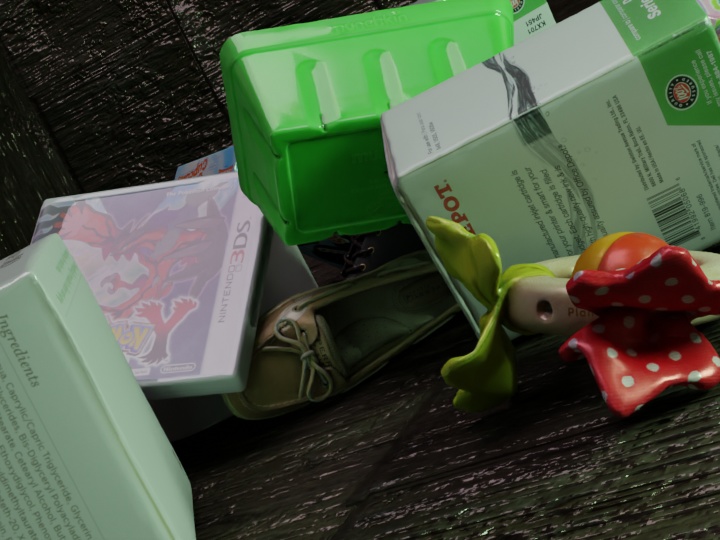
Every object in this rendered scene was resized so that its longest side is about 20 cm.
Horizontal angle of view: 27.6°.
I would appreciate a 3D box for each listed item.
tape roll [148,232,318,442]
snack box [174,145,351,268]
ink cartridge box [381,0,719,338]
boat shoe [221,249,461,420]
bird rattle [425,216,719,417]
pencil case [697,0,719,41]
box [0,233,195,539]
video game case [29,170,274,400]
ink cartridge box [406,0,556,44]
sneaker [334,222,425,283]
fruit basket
[{"bbox_3d":[-0.135,0.033,1.191,0.201,0.140,0.203,-26,11,5],"label":"tape roll"},{"bbox_3d":[-0.058,-0.055,1.328,0.116,0.199,0.037,-13,61,53],"label":"snack box"},{"bbox_3d":[0.130,-0.065,0.885,0.199,0.147,0.083,-25,34,9],"label":"ink cartridge box"},{"bbox_3d":[-0.005,0.042,1.017,0.199,0.074,0.063,-23,4,-17],"label":"boat shoe"},{"bbox_3d":[0.131,0.008,0.774,0.162,0.114,0.199,-15,3,-41],"label":"bird rattle"},{"bbox_3d":[0.176,-0.106,0.977,0.087,0.087,0.201,-43,-21,-55],"label":"pencil case"},{"bbox_3d":[-0.209,0.110,0.847,0.170,0.201,0.199,-26,10,-4],"label":"box"},{"bbox_3d":[-0.160,0.012,1.050,0.198,0.023,0.184,-7,52,20],"label":"video game case"},{"bbox_3d":[0.111,-0.148,1.268,0.146,0.201,0.083,-32,14,-18],"label":"ink cartridge box"},{"bbox_3d":[0.000,0.000,1.092,0.199,0.107,0.075,-31,11,-15],"label":"sneaker"},{"bbox_3d":[0.007,-0.116,1.016,0.213,0.157,0.217,-3,39,3],"label":"fruit basket"}]
